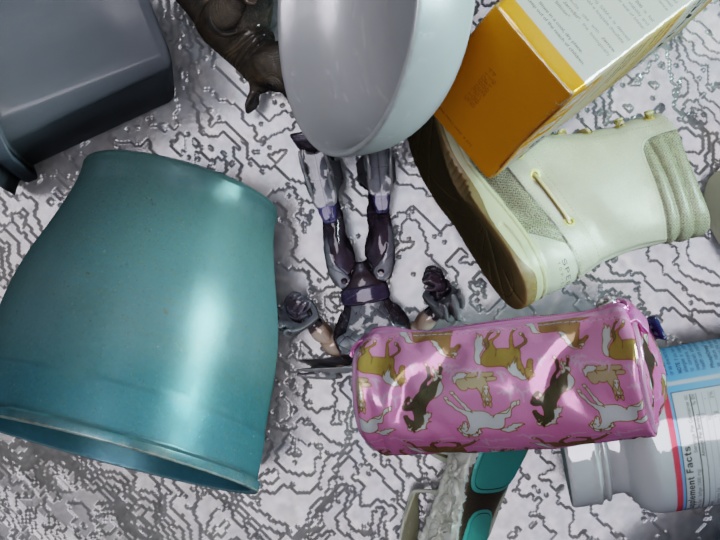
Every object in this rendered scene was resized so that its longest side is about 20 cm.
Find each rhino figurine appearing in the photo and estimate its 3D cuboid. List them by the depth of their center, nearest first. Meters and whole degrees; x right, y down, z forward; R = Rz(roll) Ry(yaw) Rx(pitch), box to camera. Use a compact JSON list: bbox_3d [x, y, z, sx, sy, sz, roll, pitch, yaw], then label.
[{"bbox_3d":[-0.086,-0.183,1.061,0.060,0.087,0.200,-33,91,-35],"label":"rhino figurine"}]

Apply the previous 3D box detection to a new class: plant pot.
[{"bbox_3d":[-0.139,0.030,1.021,0.200,0.200,0.188,14,77,3],"label":"plant pot"}]

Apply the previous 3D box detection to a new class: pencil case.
[{"bbox_3d":[0.091,0.069,0.987,0.200,0.083,0.087,-8,60,22],"label":"pencil case"}]

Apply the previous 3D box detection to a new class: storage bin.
[{"bbox_3d":[-0.200,-0.145,1.018,0.134,0.200,0.146,-22,90,-7],"label":"storage bin"}]

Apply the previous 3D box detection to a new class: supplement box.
[{"bbox_3d":[0.147,-0.156,0.978,0.200,0.126,0.074,-38,86,-27],"label":"supplement box"}]

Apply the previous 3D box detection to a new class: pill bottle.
[{"bbox_3d":[0.231,0.100,1.031,0.200,0.109,0.109,-10,91,5],"label":"pill bottle"}]

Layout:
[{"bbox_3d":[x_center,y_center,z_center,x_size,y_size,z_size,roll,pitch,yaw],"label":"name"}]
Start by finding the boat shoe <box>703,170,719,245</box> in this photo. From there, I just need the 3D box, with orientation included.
[{"bbox_3d":[0.314,-0.012,1.019,0.200,0.063,0.071,36,134,37],"label":"boat shoe"}]

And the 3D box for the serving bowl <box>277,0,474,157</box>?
[{"bbox_3d":[0.016,-0.167,0.945,0.066,0.200,0.200,0,92,-26],"label":"serving bowl"}]

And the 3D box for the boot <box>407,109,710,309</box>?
[{"bbox_3d":[0.126,-0.080,1.048,0.155,0.072,0.200,-20,60,-15],"label":"boot"}]

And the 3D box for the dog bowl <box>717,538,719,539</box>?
[{"bbox_3d":[0.226,0.216,1.039,0.200,0.111,0.050,-33,75,4],"label":"dog bowl"}]

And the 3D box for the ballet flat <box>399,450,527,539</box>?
[{"bbox_3d":[0.065,0.150,1.068,0.072,0.072,0.200,18,91,3],"label":"ballet flat"}]

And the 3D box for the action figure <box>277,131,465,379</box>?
[{"bbox_3d":[0.000,0.000,1.065,0.130,0.069,0.200,-10,95,-6],"label":"action figure"}]
